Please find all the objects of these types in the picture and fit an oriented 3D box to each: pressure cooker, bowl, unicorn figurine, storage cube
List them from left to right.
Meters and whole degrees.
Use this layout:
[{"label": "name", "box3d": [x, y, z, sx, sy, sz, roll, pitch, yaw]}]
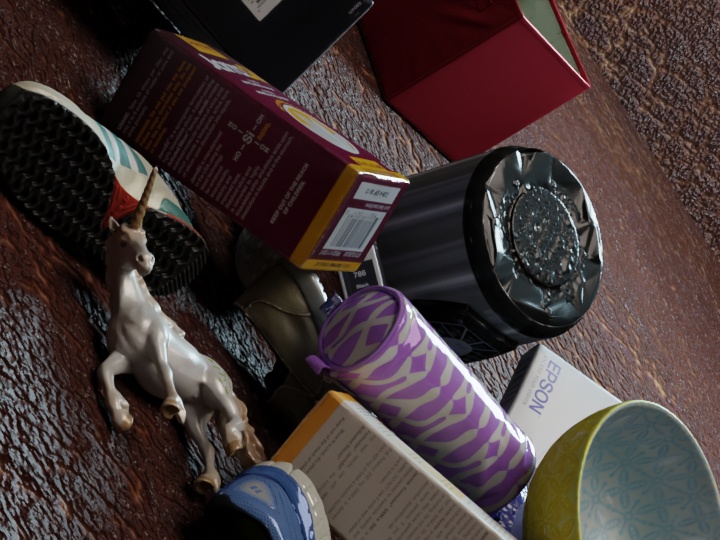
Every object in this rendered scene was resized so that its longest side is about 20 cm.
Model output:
[{"label": "unicorn figurine", "box3d": [-0.127, 0.057, 1.454, 0.138, 0.074, 0.200, -102, 172, -45]}, {"label": "pressure cooker", "box3d": [0.093, -0.009, 1.965, 0.178, 0.200, 0.176, -17, 93, -47]}, {"label": "storage cube", "box3d": [0.118, -0.257, 2.452, 0.200, 0.179, 0.171, 36, 29, -50]}, {"label": "bowl", "box3d": [0.177, 0.201, 1.652, 0.200, 0.107, 0.201, 17, 67, -47]}]

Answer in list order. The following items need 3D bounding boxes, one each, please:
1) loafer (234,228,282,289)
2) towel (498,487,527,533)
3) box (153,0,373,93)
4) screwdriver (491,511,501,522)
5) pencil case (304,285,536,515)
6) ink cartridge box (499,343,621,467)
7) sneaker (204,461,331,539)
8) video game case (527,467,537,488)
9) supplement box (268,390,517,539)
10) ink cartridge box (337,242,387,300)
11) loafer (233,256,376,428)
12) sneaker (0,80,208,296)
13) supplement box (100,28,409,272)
[{"label": "loafer", "box3d": [-0.058, -0.027, 1.766, 0.070, 0.070, 0.200, 42, 23, -24]}, {"label": "towel", "box3d": [0.084, 0.237, 1.689, 0.147, 0.050, 0.200, 9, 50, -31]}, {"label": "box", "box3d": [-0.123, -0.268, 1.782, 0.200, 0.123, 0.198, 49, -6, -32]}, {"label": "screwdriver", "box3d": [0.107, 0.203, 1.676, 0.028, 0.029, 0.200, 6, 50, -32]}, {"label": "pencil case", "box3d": [0.047, 0.098, 1.622, 0.200, 0.086, 0.084, 47, -10, -30]}, {"label": "ink cartridge box", "box3d": [0.189, 0.194, 1.891, 0.200, 0.041, 0.200, 35, 53, -10]}, {"label": "sneaker", "box3d": [-0.046, 0.223, 1.408, 0.089, 0.078, 0.200, -14, 74, -54]}, {"label": "video game case", "box3d": [0.176, 0.243, 1.764, 0.046, 0.199, 0.182, 100, -18, -53]}, {"label": "supplement box", "box3d": [0.037, 0.173, 1.502, 0.200, 0.074, 0.126, 40, 0, 7]}, {"label": "ink cartridge box", "box3d": [0.000, 0.000, 1.820, 0.099, 0.039, 0.201, 23, 52, -87]}, {"label": "loafer", "box3d": [-0.039, 0.089, 1.656, 0.201, 0.069, 0.075, 68, -12, -8]}, {"label": "sneaker", "box3d": [-0.187, -0.065, 1.500, 0.200, 0.070, 0.093, 43, 6, -38]}, {"label": "supplement box", "box3d": [-0.078, -0.088, 1.650, 0.200, 0.086, 0.110, 36, 11, 18]}]
